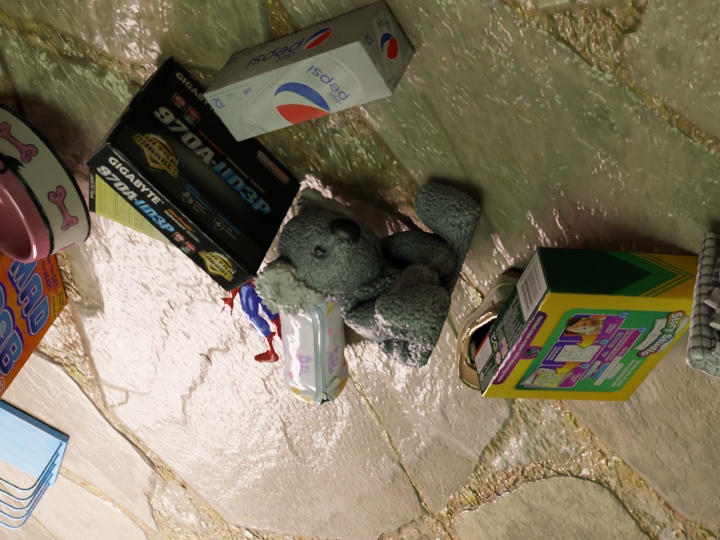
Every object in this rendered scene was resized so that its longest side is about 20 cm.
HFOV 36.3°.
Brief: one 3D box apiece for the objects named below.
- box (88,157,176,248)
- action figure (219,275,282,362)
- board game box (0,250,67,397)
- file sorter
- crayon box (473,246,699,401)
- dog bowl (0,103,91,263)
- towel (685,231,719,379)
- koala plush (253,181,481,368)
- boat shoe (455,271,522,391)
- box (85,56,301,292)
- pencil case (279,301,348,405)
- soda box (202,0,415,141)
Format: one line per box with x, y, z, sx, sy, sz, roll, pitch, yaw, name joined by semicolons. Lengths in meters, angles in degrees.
-0.217;-0.073;1.250;0.199;0.050;0.075;22;125;21;box
-0.136;0.021;1.326;0.052;0.065;0.200;5;130;22;action figure
-0.541;0.024;1.456;0.199;0.200;0.200;17;140;12;board game box
-0.612;0.347;1.923;0.138;0.123;0.200;29;141;-3;file sorter
0.229;0.060;1.117;0.172;0.058;0.200;2;144;-15;crayon box
-0.415;-0.096;1.306;0.200;0.074;0.200;32;146;25;dog bowl
0.397;0.038;0.968;0.199;0.166;0.086;24;138;2;towel
0.000;0.000;1.153;0.199;0.178;0.184;19;151;4;koala plush
0.145;0.082;1.238;0.074;0.066;0.200;22;141;6;boat shoe
-0.166;-0.099;1.137;0.046;0.159;0.200;-29;116;38;box
-0.058;0.074;1.323;0.083;0.091;0.200;-2;136;0;pencil case
-0.052;-0.186;1.048;0.200;0.068;0.064;-11;129;37;soda box
